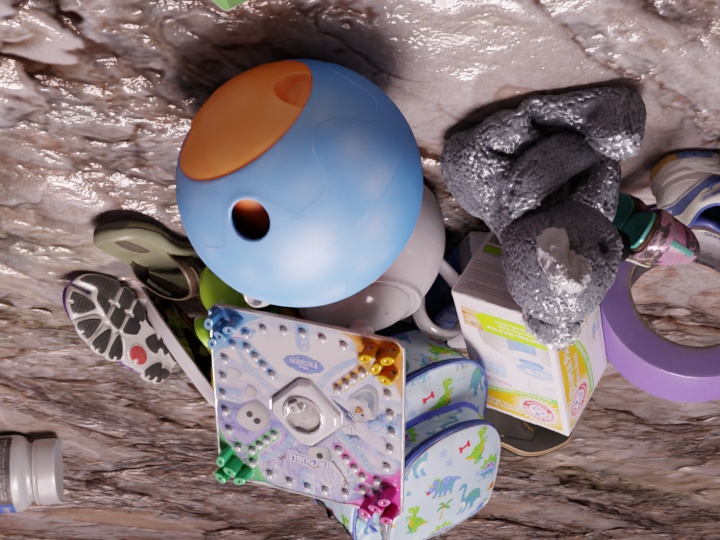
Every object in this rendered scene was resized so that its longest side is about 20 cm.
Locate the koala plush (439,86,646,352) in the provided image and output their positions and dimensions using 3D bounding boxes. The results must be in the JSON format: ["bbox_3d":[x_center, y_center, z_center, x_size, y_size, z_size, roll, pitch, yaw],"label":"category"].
[{"bbox_3d":[0.171,-0.038,1.138,0.184,0.200,0.177,-5,156,-2],"label":"koala plush"}]

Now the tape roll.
[{"bbox_3d":[0.350,0.033,1.334,0.200,0.200,0.085,-7,157,4],"label":"tape roll"}]

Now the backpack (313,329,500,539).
[{"bbox_3d":[0.055,0.174,1.296,0.183,0.147,0.200,-17,123,-33],"label":"backpack"}]

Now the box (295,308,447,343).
[{"bbox_3d":[-0.025,0.103,1.444,0.200,0.104,0.148,2,166,46],"label":"box"}]

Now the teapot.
[{"bbox_3d":[0.000,0.000,1.251,0.200,0.146,0.197,-10,156,7],"label":"teapot"}]

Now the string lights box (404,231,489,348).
[{"bbox_3d":[0.133,0.027,1.443,0.103,0.059,0.200,5,153,-21],"label":"string lights box"}]

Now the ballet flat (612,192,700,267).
[{"bbox_3d":[0.277,-0.032,1.227,0.071,0.069,0.200,32,-177,-10],"label":"ballet flat"}]

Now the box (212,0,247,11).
[{"bbox_3d":[-0.089,-0.253,0.811,0.144,0.036,0.200,-18,152,25],"label":"box"}]

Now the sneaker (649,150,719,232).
[{"bbox_3d":[0.391,-0.070,1.253,0.200,0.088,0.075,-5,154,-4],"label":"sneaker"}]

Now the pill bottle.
[{"bbox_3d":[-0.540,0.299,1.825,0.200,0.114,0.114,-3,156,-6],"label":"pill bottle"}]

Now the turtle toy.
[{"bbox_3d":[-0.104,0.069,1.300,0.101,0.146,0.200,-34,123,13],"label":"turtle toy"}]

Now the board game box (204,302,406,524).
[{"bbox_3d":[-0.055,0.140,1.198,0.200,0.026,0.200,10,119,19],"label":"board game box"}]

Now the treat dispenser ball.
[{"bbox_3d":[-0.049,-0.071,1.016,0.201,0.201,0.201,-5,156,-2],"label":"treat dispenser ball"}]

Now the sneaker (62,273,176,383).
[{"bbox_3d":[-0.288,0.071,1.431,0.083,0.081,0.200,13,155,29],"label":"sneaker"}]

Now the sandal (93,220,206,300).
[{"bbox_3d":[-0.202,0.001,1.311,0.080,0.057,0.201,-21,154,31],"label":"sandal"}]

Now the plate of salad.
[{"bbox_3d":[-0.176,0.093,1.392,0.048,0.200,0.200,-36,155,-5],"label":"plate of salad"}]

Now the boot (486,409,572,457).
[{"bbox_3d":[0.252,0.220,1.883,0.200,0.078,0.138,3,149,-22],"label":"boot"}]

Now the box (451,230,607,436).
[{"bbox_3d":[0.180,0.064,1.299,0.112,0.101,0.200,18,147,29],"label":"box"}]
